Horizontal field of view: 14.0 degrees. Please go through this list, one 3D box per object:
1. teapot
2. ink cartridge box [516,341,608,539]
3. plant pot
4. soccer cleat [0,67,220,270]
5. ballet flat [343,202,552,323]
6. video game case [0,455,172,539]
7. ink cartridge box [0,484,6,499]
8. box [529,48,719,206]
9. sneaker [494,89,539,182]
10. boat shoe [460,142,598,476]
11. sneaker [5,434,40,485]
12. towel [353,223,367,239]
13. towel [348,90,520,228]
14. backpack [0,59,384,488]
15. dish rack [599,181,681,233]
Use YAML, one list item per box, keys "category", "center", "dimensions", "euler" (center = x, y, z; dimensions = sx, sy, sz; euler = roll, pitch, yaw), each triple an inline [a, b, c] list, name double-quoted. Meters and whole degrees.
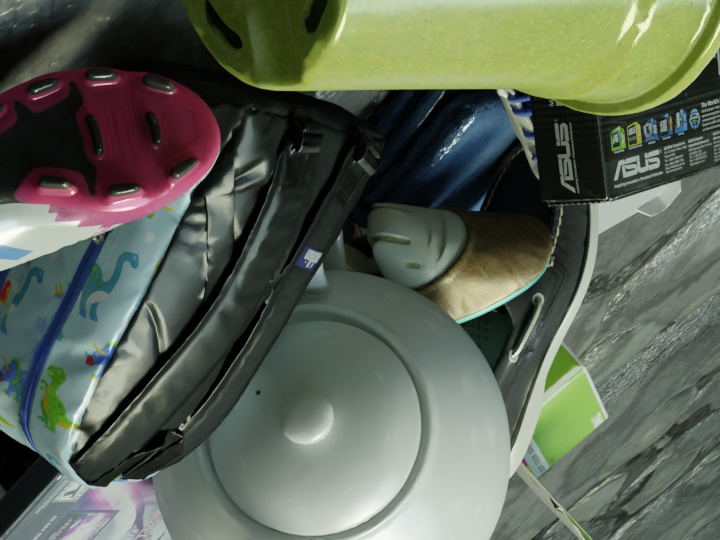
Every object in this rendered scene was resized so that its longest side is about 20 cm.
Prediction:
- category: "teapot"
  center: [-0.019, 0.079, 1.454]
  dimensions: [0.197, 0.200, 0.146]
  euler: [-46, 165, -6]
- category: "ink cartridge box"
  center: [0.127, 0.102, 1.905]
  dimensions: [0.076, 0.200, 0.148]
  euler: [-41, 162, -2]
- category: "plant pot"
  center: [0.028, -0.150, 1.210]
  dimensions: [0.184, 0.201, 0.200]
  euler: [-13, 148, -35]
- category: "soccer cleat"
  center: [-0.158, -0.032, 1.240]
  dimensions: [0.200, 0.070, 0.086]
  euler: [-17, 166, -21]
- category: "ballet flat"
  center: [0.000, 0.000, 1.558]
  dimensions: [0.200, 0.068, 0.072]
  euler: [-15, 138, 23]
- category: "video game case"
  center: [-0.153, 0.150, 1.534]
  dimensions: [0.143, 0.019, 0.200]
  euler: [-47, 158, 15]
- category: "ink cartridge box"
  center: [-0.223, 0.185, 1.603]
  dimensions: [0.116, 0.068, 0.200]
  euler: [-37, 159, -12]
- category: "box"
  center: [0.149, -0.143, 1.465]
  dimensions: [0.047, 0.194, 0.200]
  euler: [-4, -171, 38]
- category: "sneaker"
  center: [0.095, -0.108, 1.485]
  dimensions: [0.080, 0.115, 0.199]
  euler: [-27, 166, 19]
- category: "boat shoe"
  center: [0.072, 0.019, 1.595]
  dimensions: [0.060, 0.074, 0.200]
  euler: [13, 96, -48]
- category: "sneaker"
  center: [-0.149, 0.097, 1.577]
  dimensions: [0.083, 0.071, 0.200]
  euler: [-19, 158, -8]
- category: "towel"
  center: [0.018, 0.065, 1.717]
  dimensions: [0.030, 0.147, 0.200]
  euler: [-9, 158, 2]
- category: "towel"
  center: [0.067, -0.071, 1.644]
  dimensions: [0.112, 0.049, 0.200]
  euler: [-50, 161, 21]
- category: "backpack"
  center: [-0.096, 0.003, 1.358]
  dimensions: [0.163, 0.154, 0.200]
  euler: [3, 105, -66]
- category: "dish rack"
  center: [0.177, -0.075, 1.822]
  dimensions: [0.172, 0.044, 0.200]
  euler: [-52, 166, 32]
